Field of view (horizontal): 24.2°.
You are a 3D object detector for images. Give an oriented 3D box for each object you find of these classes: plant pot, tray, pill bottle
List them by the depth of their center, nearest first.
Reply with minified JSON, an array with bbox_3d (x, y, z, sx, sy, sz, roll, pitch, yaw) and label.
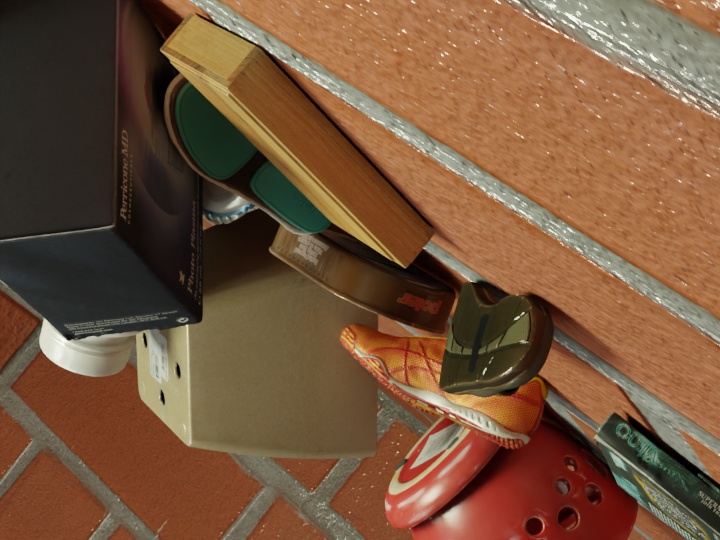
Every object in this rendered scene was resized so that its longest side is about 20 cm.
[{"bbox_3d":[-0.041,-0.084,1.118,0.200,0.037,0.099,45,172,-38],"label":"tray"},{"bbox_3d":[-0.217,-0.014,1.461,0.110,0.201,0.111,17,-155,-8],"label":"pill bottle"},{"bbox_3d":[-0.106,0.065,1.565,0.200,0.176,0.201,31,126,56],"label":"plant pot"},{"bbox_3d":[0.134,0.227,1.602,0.182,0.201,0.200,43,174,-8],"label":"plant pot"}]

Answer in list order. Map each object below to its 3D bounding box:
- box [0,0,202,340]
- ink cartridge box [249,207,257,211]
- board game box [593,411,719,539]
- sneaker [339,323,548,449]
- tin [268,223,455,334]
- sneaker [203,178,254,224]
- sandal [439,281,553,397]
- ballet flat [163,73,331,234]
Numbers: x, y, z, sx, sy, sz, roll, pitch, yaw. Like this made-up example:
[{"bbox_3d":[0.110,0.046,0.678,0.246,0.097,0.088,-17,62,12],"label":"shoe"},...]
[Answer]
[{"bbox_3d":[-0.197,-0.078,1.228,0.122,0.202,0.199,-7,158,11],"label":"box"},{"bbox_3d":[-0.103,-0.048,1.828,0.200,0.044,0.174,36,172,37],"label":"ink cartridge box"},{"bbox_3d":[0.249,0.179,1.298,0.135,0.028,0.200,39,175,21],"label":"board game box"},{"bbox_3d":[0.073,0.087,1.459,0.199,0.078,0.073,24,169,22],"label":"sneaker"},{"bbox_3d":[0.000,0.000,1.346,0.111,0.042,0.200,15,-171,-31],"label":"tin"},{"bbox_3d":[-0.147,-0.107,1.501,0.087,0.075,0.200,50,170,-34],"label":"sneaker"},{"bbox_3d":[0.099,0.051,1.147,0.054,0.082,0.200,18,172,-13],"label":"sandal"},{"bbox_3d":[-0.091,-0.094,1.268,0.069,0.070,0.200,34,176,46],"label":"ballet flat"}]
